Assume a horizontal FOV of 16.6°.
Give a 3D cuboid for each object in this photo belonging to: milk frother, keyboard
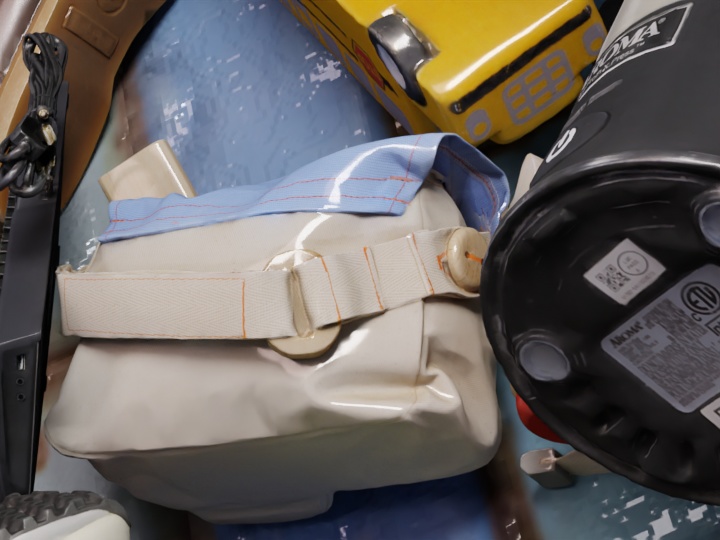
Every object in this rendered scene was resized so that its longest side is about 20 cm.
[{"bbox_3d":[0.162,-0.018,0.675,0.180,0.200,0.188,-19,30,39],"label":"milk frother"},{"bbox_3d":[-0.108,-0.014,0.804,0.020,0.128,0.200,4,25,-7],"label":"keyboard"}]

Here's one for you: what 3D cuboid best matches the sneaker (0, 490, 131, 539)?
[{"bbox_3d":[-0.139,0.142,0.696,0.199,0.094,0.070,-33,13,-19],"label":"sneaker"}]

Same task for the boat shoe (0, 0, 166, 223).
[{"bbox_3d":[-0.115,-0.112,0.940,0.070,0.070,0.201,17,71,34],"label":"boat shoe"}]

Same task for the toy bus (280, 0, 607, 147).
[{"bbox_3d":[0.010,-0.105,0.848,0.065,0.078,0.200,-35,47,-7],"label":"toy bus"}]

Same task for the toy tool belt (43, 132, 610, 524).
[{"bbox_3d":[0.000,0.000,0.761,0.199,0.125,0.123,-10,64,26],"label":"toy tool belt"}]

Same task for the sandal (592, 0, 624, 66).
[{"bbox_3d":[0.153,-0.131,0.803,0.200,0.043,0.076,-49,48,-5],"label":"sandal"}]
